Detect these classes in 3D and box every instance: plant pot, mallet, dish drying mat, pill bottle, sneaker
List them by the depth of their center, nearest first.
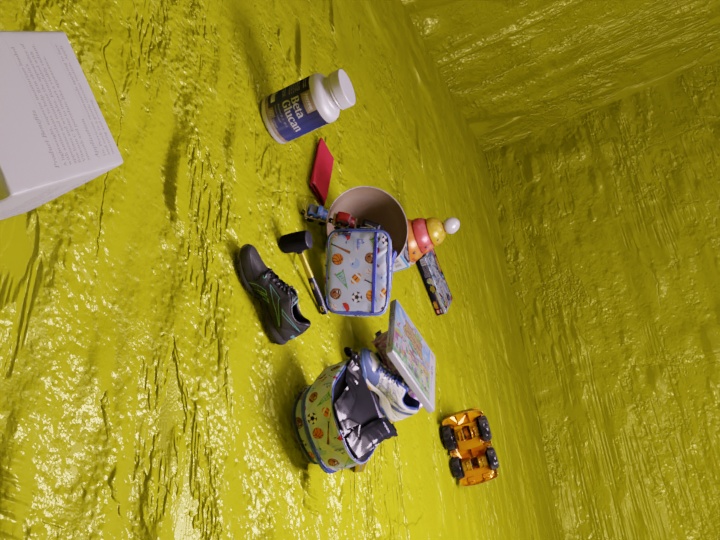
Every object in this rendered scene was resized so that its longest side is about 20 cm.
[{"bbox_3d":[-0.159,0.037,1.397,0.203,0.078,0.076,65,22,-14],"label":"sneaker"},{"bbox_3d":[-0.100,0.005,1.589,0.202,0.065,0.041,63,25,-24],"label":"mallet"},{"bbox_3d":[-0.115,-0.371,1.679,0.111,0.197,0.113,50,29,-41],"label":"pill bottle"},{"bbox_3d":[0.066,0.248,1.694,0.202,0.087,0.076,58,29,-24],"label":"sneaker"},{"bbox_3d":[0.006,-0.083,1.807,0.135,0.196,0.205,124,-47,-73],"label":"plant pot"},{"bbox_3d":[-0.097,-0.249,1.880,0.077,0.018,0.202,58,24,-35],"label":"dish drying mat"}]

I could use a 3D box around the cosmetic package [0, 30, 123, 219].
[{"bbox_3d":[-0.401,-0.147,0.810,0.168,0.162,0.200,67,21,-9],"label":"cosmetic package"}]

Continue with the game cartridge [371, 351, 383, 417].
[{"bbox_3d":[0.041,0.269,1.777,0.200,0.038,0.133,-22,97,-70],"label":"game cartridge"}]

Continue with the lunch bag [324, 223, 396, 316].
[{"bbox_3d":[0.000,0.000,1.668,0.076,0.156,0.205,45,48,-82],"label":"lunch bag"}]

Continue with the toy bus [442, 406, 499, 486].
[{"bbox_3d":[0.316,0.499,2.181,0.192,0.133,0.204,8,66,-84],"label":"toy bus"}]

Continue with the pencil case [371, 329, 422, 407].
[{"bbox_3d":[0.097,0.238,1.794,0.085,0.083,0.203,-30,101,-34],"label":"pencil case"}]

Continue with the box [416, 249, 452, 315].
[{"bbox_3d":[0.244,0.031,2.481,0.203,0.039,0.137,68,22,-11],"label":"box"}]

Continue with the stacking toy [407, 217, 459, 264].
[{"bbox_3d":[0.209,-0.115,2.288,0.147,0.197,0.148,50,29,-42],"label":"stacking toy"}]

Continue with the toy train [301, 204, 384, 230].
[{"bbox_3d":[-0.039,-0.111,1.709,0.046,0.196,0.035,119,-16,-63],"label":"toy train"}]

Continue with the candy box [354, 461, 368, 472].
[{"bbox_3d":[-0.008,0.305,1.563,0.103,0.026,0.204,106,-21,-60],"label":"candy box"}]

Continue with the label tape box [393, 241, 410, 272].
[{"bbox_3d":[0.083,-0.121,2.164,0.144,0.062,0.203,49,30,-46],"label":"label tape box"}]

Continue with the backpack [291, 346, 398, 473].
[{"bbox_3d":[-0.042,0.276,1.395,0.203,0.152,0.190,62,14,-4],"label":"backpack"}]

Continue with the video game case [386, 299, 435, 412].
[{"bbox_3d":[0.119,0.195,1.729,0.201,0.022,0.184,55,24,-28],"label":"video game case"}]
